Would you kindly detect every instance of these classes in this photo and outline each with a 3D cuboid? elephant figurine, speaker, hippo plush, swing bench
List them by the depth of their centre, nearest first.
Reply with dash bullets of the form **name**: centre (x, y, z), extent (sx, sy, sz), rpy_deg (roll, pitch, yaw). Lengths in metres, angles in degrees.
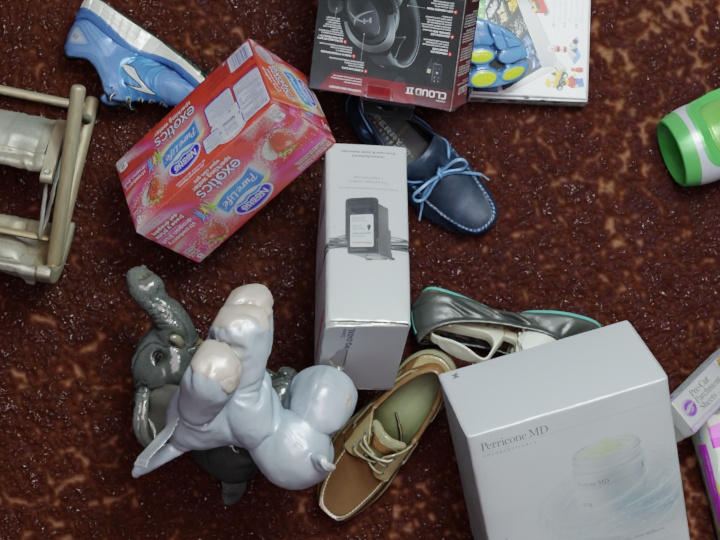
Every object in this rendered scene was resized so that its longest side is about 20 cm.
- **hippo plush**: centre (-0.086, 0.128, 1.491), extent (0.160, 0.159, 0.201), rpy_deg (30, 73, -3)
- **elephant figurine**: centre (-0.173, 0.115, 1.632), extent (0.199, 0.142, 0.156), rpy_deg (25, 69, -7)
- **swing bench**: centre (-0.381, -0.099, 1.641), extent (0.198, 0.130, 0.201), rpy_deg (11, 90, -3)
- **speaker**: centre (0.413, -0.155, 1.707), extent (0.199, 0.088, 0.089), rpy_deg (-20, 86, -5)

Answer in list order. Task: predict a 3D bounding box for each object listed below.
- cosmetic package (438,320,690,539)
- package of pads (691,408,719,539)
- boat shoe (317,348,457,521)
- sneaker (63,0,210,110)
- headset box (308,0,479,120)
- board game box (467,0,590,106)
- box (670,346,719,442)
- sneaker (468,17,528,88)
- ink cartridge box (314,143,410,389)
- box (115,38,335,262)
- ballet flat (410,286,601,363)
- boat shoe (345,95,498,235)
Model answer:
- **cosmetic package**: centre (0.199, 0.183, 1.605), extent (0.198, 0.123, 0.201), rpy_deg (-16, 117, -4)
- **package of pads**: centre (0.450, 0.200, 1.686), extent (0.199, 0.068, 0.155), rpy_deg (-14, 85, -4)
- **boat shoe**: centre (0.022, 0.164, 1.650), extent (0.076, 0.074, 0.200), rpy_deg (35, 98, 3)
- **sneaker**: centre (-0.217, -0.193, 1.690), extent (0.200, 0.079, 0.089), rpy_deg (34, 95, 7)
- **headset box**: centre (0.037, -0.248, 1.607), extent (0.148, 0.077, 0.201), rpy_deg (10, 105, 14)
- **board game box**: centre (0.178, -0.275, 1.729), extent (0.126, 0.035, 0.201), rpy_deg (3, 85, -1)
- **box**: centre (0.374, 0.097, 1.667), extent (0.200, 0.039, 0.041), rpy_deg (-37, 87, -30)
- **sneaker**: centre (0.074, -0.230, 1.686), extent (0.199, 0.083, 0.071), rpy_deg (5, 106, 13)
- **ink cartridge box**: centre (0.000, 0.000, 1.607), extent (0.083, 0.145, 0.201), rpy_deg (2, 61, -5)
- **box**: centre (-0.134, -0.115, 1.615), extent (0.200, 0.095, 0.100), rpy_deg (-40, 48, 20)
- **ballet flat**: centre (0.147, 0.072, 1.680), extent (0.199, 0.068, 0.069), rpy_deg (10, 55, 5)
- **boat shoe**: centre (0.058, -0.108, 1.691), extent (0.200, 0.069, 0.084), rpy_deg (38, 84, 1)
